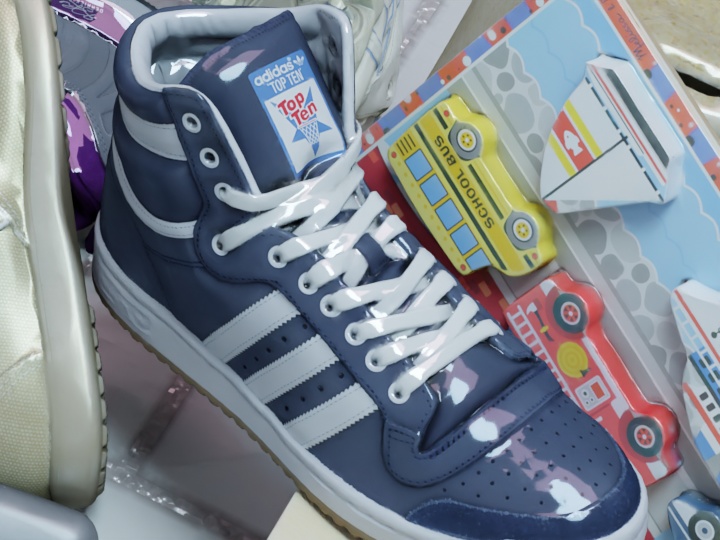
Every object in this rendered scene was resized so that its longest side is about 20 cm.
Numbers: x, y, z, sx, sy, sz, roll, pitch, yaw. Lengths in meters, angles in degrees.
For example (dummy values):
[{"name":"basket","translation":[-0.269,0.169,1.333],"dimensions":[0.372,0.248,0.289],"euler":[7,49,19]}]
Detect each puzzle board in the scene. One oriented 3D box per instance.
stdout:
[{"name":"puzzle board","translation":[0.067,0.032,0.849],"dimensions":[0.017,0.151,0.201],"euler":[-25,80,-49]}]

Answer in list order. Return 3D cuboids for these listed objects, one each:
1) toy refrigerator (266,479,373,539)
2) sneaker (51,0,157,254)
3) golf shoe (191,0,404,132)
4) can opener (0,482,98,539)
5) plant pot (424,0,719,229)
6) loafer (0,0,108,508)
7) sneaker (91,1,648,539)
[{"name":"toy refrigerator","translation":[0.052,0.142,0.823],"dimensions":[0.199,0.070,0.076],"euler":[27,23,2]},{"name":"sneaker","translation":[-0.157,-0.076,0.973],"dimensions":[0.199,0.075,0.088],"euler":[21,50,0]},{"name":"golf shoe","translation":[-0.012,-0.068,0.999],"dimensions":[0.078,0.098,0.201],"euler":[-11,36,20]},{"name":"can opener","translation":[-0.176,0.071,0.849],"dimensions":[0.199,0.053,0.067],"euler":[20,76,-2]},{"name":"plant pot","translation":[0.088,-0.026,0.932],"dimensions":[0.199,0.184,0.201],"euler":[10,44,-10]},{"name":"loafer","translation":[-0.121,-0.024,0.900],"dimensions":[0.068,0.076,0.201],"euler":[-8,73,-11]},{"name":"sneaker","translation":[0.000,0.000,0.823],"dimensions":[0.200,0.109,0.070],"euler":[34,46,30]}]
